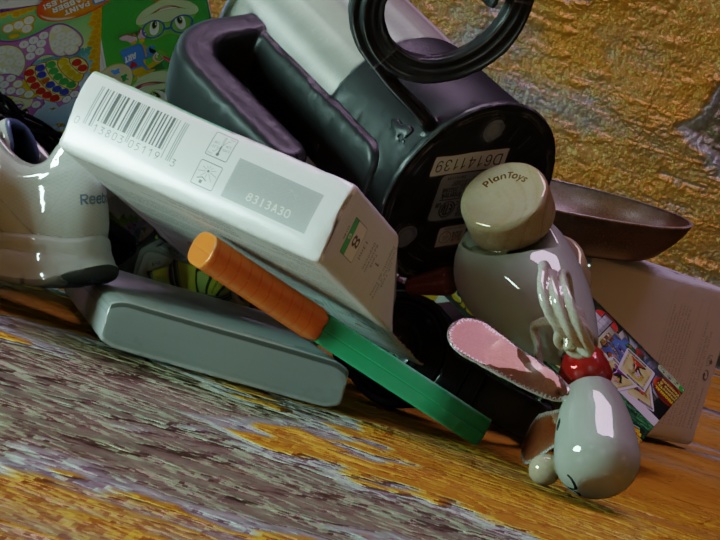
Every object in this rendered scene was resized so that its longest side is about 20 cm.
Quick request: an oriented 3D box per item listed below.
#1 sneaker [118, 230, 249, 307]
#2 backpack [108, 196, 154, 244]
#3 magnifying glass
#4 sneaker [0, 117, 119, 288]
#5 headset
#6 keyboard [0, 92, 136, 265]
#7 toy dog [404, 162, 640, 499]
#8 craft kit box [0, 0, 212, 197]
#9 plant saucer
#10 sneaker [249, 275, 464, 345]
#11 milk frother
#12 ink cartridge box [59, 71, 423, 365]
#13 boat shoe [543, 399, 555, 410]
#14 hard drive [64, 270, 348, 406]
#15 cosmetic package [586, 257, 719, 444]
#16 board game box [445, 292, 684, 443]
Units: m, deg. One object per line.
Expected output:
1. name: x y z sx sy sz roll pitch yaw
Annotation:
1. sneaker: -0.098 -0.002 1.370 0.076 0.075 0.200 49 -22 -6
2. backpack: -0.197 -0.070 1.655 0.200 0.154 0.163 38 10 5
3. magnifying glass: -0.008 0.037 1.144 0.200 0.022 0.080 32 -1 -31
4. sneaker: -0.212 -0.042 1.201 0.199 0.088 0.074 7 6 28
5. headset: 0.026 0.030 1.279 0.199 0.094 0.124 28 1 -9
6. keyboard: -0.204 -0.061 1.268 0.104 0.040 0.200 -19 -38 30
7. toy dog: 0.078 0.036 1.149 0.096 0.132 0.200 -22 25 10
8. craft kit box: -0.182 -0.120 1.274 0.199 0.198 0.049 -19 48 -10
9. plant saucer: 0.123 -0.040 1.484 0.199 0.032 0.200 12 10 -2
10. sneaker: 0.000 0.000 1.394 0.199 0.075 0.090 0 -47 26
11. milk frother: 0.011 -0.131 1.213 0.180 0.200 0.188 10 29 -46
12. ink cartridge box: -0.049 -0.023 1.153 0.160 0.050 0.200 24 -7 23
13. boat shoe: 0.065 0.053 1.424 0.072 0.060 0.200 14 4 -45
14. hard drive: -0.091 0.032 1.226 0.131 0.026 0.200 16 2 -14
15. cosmetic package: 0.126 0.032 1.589 0.199 0.123 0.200 19 5 39
16. board game box: 0.106 0.025 1.336 0.200 0.023 0.105 45 33 5
